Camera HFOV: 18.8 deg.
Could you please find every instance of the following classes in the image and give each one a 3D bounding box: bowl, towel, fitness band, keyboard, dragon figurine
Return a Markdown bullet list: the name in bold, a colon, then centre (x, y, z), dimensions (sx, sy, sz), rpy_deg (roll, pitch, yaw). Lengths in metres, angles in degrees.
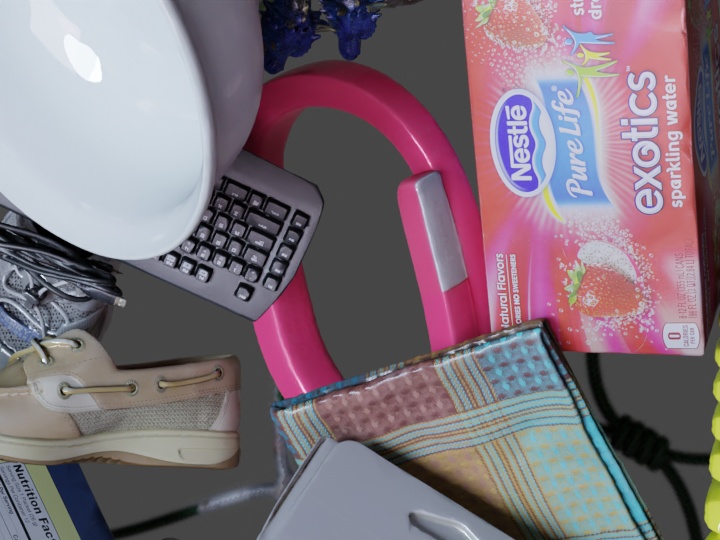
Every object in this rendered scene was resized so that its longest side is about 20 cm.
- **bowl**: centre (-0.106, -0.113, 0.908), dimensions (0.201, 0.090, 0.202), rpy_deg (30, 140, 29)
- **towel**: centre (0.063, 0.124, 1.005), dimensions (0.146, 0.022, 0.200), rpy_deg (-19, 115, 22)
- **fitness band**: centre (0.000, 0.000, 1.025), dimensions (0.143, 0.037, 0.201), rpy_deg (6, 114, 46)
- **keyboard**: centre (-0.124, -0.030, 0.993), dimensions (0.199, 0.040, 0.104), rpy_deg (24, 111, -1)
- **dragon figurine**: centre (-0.015, -0.183, 0.915), dimensions (0.099, 0.059, 0.201), rpy_deg (45, 131, 40)

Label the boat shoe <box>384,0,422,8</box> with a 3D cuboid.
- **boat shoe**: centre (0.032, -0.208, 0.950), dimensions (0.067, 0.057, 0.201), rpy_deg (17, 115, 10)

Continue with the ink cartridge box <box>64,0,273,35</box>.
- **ink cartridge box**: centre (-0.154, -0.159, 1.016), dimensions (0.199, 0.076, 0.148), rpy_deg (-16, 106, 21)

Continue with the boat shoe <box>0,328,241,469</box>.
- **boat shoe**: centre (-0.146, 0.060, 1.055), dimensions (0.072, 0.199, 0.065), rpy_deg (1, 86, 57)

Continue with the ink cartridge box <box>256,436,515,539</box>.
- **ink cartridge box**: centre (-0.001, 0.194, 1.004), dimensions (0.144, 0.085, 0.200), rpy_deg (30, 130, 6)

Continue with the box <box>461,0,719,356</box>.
- **box**: centre (0.106, -0.070, 0.960), dimensions (0.099, 0.096, 0.201), rpy_deg (1, 111, 17)

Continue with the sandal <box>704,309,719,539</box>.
- **sandal**: centre (0.203, 0.060, 0.989), dimensions (0.087, 0.079, 0.201), rpy_deg (4, 111, 17)

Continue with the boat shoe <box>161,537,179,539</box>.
- **boat shoe**: centre (-0.115, 0.224, 1.164), dimensions (0.072, 0.076, 0.200), rpy_deg (26, 125, 2)

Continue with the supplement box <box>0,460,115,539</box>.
- **supplement box**: centre (-0.235, 0.205, 1.073), dimensions (0.135, 0.199, 0.200), rpy_deg (59, 137, 30)

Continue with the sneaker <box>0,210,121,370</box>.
- **sneaker**: centre (-0.155, -0.008, 1.072), dimensions (0.075, 0.082, 0.201), rpy_deg (29, 116, 4)
